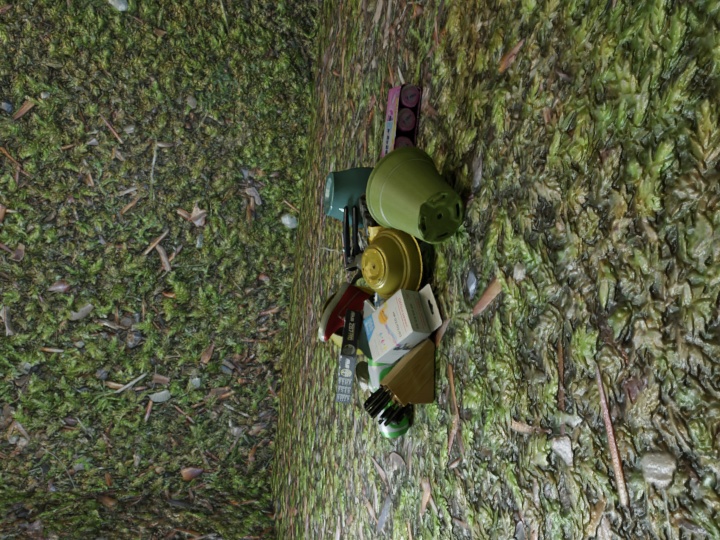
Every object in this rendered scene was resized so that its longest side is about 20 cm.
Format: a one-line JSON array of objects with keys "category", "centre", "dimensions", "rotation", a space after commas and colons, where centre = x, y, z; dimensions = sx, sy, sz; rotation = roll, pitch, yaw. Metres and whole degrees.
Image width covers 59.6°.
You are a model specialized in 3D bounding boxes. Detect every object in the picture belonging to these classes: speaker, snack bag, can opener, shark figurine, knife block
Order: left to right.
[{"category": "can opener", "centre": [-0.029, -0.096, 1.907], "dimensions": [0.079, 0.061, 0.206], "rotation": [-125, 27, -68]}, {"category": "shark figurine", "centre": [-0.009, -0.011, 1.822], "dimensions": [0.131, 0.088, 0.214], "rotation": [66, 166, -1]}, {"category": "snack bag", "centre": [0.064, 0.202, 1.680], "dimensions": [0.199, 0.021, 0.192], "rotation": [42, 140, 33]}, {"category": "speaker", "centre": [0.073, 0.319, 1.624], "dimensions": [0.088, 0.086, 0.207], "rotation": [-171, 71, -75]}, {"category": "knife block", "centre": [0.086, 0.262, 1.485], "dimensions": [0.064, 0.170, 0.207], "rotation": [160, 113, -72]}]

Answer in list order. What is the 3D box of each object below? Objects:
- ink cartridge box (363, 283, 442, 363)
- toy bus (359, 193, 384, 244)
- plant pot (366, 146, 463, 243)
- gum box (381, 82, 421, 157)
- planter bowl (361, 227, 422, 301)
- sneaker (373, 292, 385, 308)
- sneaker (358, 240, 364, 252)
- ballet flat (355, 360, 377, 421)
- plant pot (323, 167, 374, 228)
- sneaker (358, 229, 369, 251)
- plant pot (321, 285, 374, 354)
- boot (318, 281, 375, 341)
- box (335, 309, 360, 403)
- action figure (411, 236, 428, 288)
[{"category": "ink cartridge box", "centre": [0.099, 0.126, 1.523], "dimensions": [0.200, 0.067, 0.118], "rotation": [-43, 51, 37]}, {"category": "toy bus", "centre": [0.073, -0.105, 1.760], "dimensions": [0.202, 0.131, 0.197], "rotation": [-105, 8, -55]}, {"category": "plant pot", "centre": [0.136, -0.154, 1.427], "dimensions": [0.190, 0.195, 0.206], "rotation": [-132, 47, -54]}, {"category": "gum box", "centre": [0.114, -0.414, 1.754], "dimensions": [0.113, 0.064, 0.207], "rotation": [-143, 59, -73]}, {"category": "planter bowl", "centre": [0.059, -0.012, 1.572], "dimensions": [0.198, 0.082, 0.207], "rotation": [10, 103, 50]}, {"category": "sneaker", "centre": [0.083, 0.133, 1.726], "dimensions": [0.071, 0.071, 0.207], "rotation": [-14, 83, 38]}, {"category": "sneaker", "centre": [0.023, -0.086, 1.990], "dimensions": [0.202, 0.073, 0.102], "rotation": [113, 150, -51]}, {"category": "ballet flat", "centre": [0.049, 0.341, 1.731], "dimensions": [0.071, 0.067, 0.205], "rotation": [4, 118, 51]}, {"category": "plant pot", "centre": [-0.015, -0.230, 1.969], "dimensions": [0.200, 0.182, 0.207], "rotation": [-176, 90, -74]}, {"category": "sneaker", "centre": [0.055, -0.046, 1.894], "dimensions": [0.076, 0.084, 0.203], "rotation": [-115, 8, -47]}, {"category": "plant pot", "centre": [-0.012, 0.170, 1.912], "dimensions": [0.144, 0.194, 0.203], "rotation": [81, 178, -45]}, {"category": "boot", "centre": [-0.025, 0.136, 1.803], "dimensions": [0.202, 0.141, 0.073], "rotation": [-58, -17, -32]}, {"category": "box", "centre": [-0.034, 0.237, 1.722], "dimensions": [0.164, 0.048, 0.204], "rotation": [-80, -2, -48]}, {"category": "action figure", "centre": [0.128, -0.012, 1.611], "dimensions": [0.131, 0.067, 0.205], "rotation": [-122, 34, -55]}]
